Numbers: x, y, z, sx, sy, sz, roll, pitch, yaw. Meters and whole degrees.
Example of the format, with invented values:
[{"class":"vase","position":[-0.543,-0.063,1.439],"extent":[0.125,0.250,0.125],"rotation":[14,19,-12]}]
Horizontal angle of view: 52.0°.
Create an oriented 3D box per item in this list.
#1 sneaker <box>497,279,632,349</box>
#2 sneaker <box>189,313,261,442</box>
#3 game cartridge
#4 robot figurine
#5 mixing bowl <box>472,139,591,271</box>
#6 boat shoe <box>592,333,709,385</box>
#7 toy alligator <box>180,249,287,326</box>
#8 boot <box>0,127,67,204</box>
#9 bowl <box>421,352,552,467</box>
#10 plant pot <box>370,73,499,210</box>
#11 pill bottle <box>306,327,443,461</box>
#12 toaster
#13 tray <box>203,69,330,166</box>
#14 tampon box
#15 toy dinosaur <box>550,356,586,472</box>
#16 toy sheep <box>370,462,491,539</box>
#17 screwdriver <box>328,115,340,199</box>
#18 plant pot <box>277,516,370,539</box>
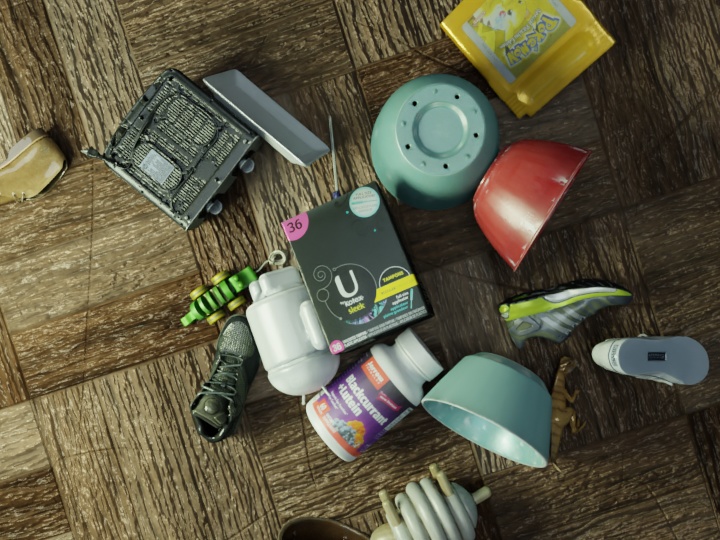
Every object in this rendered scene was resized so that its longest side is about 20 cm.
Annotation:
[{"class":"sneaker","position":[0.313,0.065,1.124],"extent":[0.198,0.074,0.082],"rotation":[-12,98,10]},{"class":"sneaker","position":[-0.202,0.168,1.124],"extent":[0.076,0.114,0.201],"rotation":[16,91,0]},{"class":"game cartridge","position":[0.245,-0.352,1.094],"extent":[0.176,0.032,0.200],"rotation":[-41,89,27]},{"class":"robot figurine","position":[-0.099,0.098,1.101],"extent":[0.112,0.169,0.202],"rotation":[-17,83,-30]},{"class":"mixing bowl","position":[0.232,-0.112,1.062],"extent":[0.108,0.200,0.201],"rotation":[33,93,12]},{"class":"boat shoe","position":[0.430,0.134,1.115],"extent":[0.200,0.086,0.075],"rotation":[4,87,-27]},{"class":"toy alligator","position":[-0.201,0.027,1.147],"extent":[0.199,0.054,0.060],"rotation":[-34,90,3]},{"class":"boot","position":[-0.548,-0.128,1.154],"extent":[0.200,0.074,0.076],"rotation":[-42,100,1]},{"class":"bowl","position":[0.200,0.193,1.080],"extent":[0.200,0.201,0.106],"rotation":[30,74,1]},{"class":"plant pot","position":[0.112,-0.193,1.074],"extent":[0.198,0.161,0.203],"rotation":[0,91,2]},{"class":"pill bottle","position":[0.025,0.182,1.113],"extent":[0.200,0.111,0.112],"rotation":[-41,90,3]},{"class":"toaster","position":[-0.270,-0.183,1.112],"extent":[0.199,0.119,0.181],"rotation":[38,92,0]},{"class":"tray","position":[-0.142,-0.228,1.119],"extent":[0.200,0.107,0.022],"rotation":[40,118,1]},{"class":"tampon box","position":[0.000,0.000,1.062],"extent":[0.149,0.126,0.202],"rotation":[-24,82,6]},{"class":"toy dinosaur","position":[0.293,0.227,1.102],"extent":[0.060,0.106,0.201],"rotation":[-7,50,29]},{"class":"toy sheep","position":[0.107,0.373,1.109],"extent":[0.199,0.138,0.139],"rotation":[-25,91,-3]},{"class":"screwdriver","position":[-0.041,-0.140,1.150],"extent":[0.029,0.028,0.202],"rotation":[-10,89,32]},{"class":"plant pot","position":[-0.066,0.511,1.097],"extent":[0.199,0.200,0.200],"rotation":[24,101,2]}]
